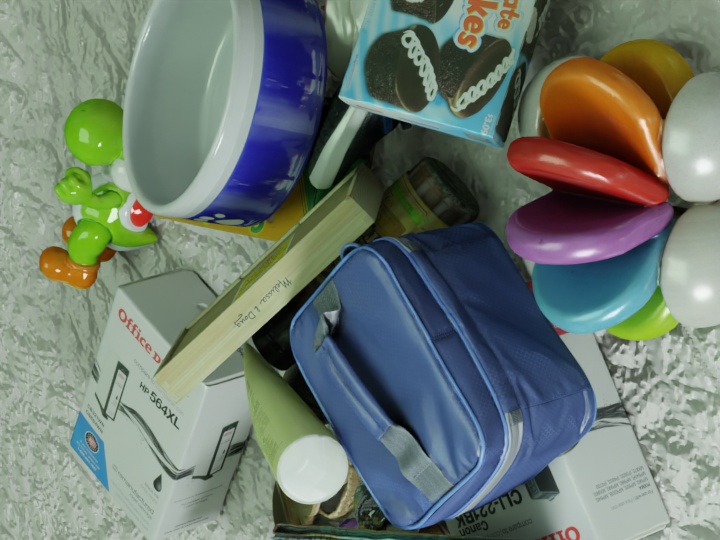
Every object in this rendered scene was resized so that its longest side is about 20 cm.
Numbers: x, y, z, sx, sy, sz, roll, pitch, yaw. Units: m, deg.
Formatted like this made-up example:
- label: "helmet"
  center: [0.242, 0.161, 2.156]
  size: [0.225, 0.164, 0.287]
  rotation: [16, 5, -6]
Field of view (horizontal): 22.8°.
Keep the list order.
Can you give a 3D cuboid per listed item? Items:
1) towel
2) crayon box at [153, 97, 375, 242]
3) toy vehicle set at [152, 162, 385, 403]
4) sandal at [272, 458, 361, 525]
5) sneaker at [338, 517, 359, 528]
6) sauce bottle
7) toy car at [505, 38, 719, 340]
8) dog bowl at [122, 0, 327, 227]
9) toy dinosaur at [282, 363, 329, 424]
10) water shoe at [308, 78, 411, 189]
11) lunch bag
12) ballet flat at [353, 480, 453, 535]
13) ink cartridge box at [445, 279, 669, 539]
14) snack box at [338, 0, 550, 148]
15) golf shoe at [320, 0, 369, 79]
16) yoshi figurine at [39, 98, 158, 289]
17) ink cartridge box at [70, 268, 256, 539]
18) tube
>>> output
- label: "towel"
  center: [0.047, 0.213, 1.248]
  size: [0.199, 0.147, 0.022]
  rotation: [3, 64, 10]
- label: "crayon box"
  center: [-0.079, -0.085, 1.460]
  size: [0.199, 0.058, 0.119]
  rotation: [12, 91, 45]
- label: "toy vehicle set"
  center: [-0.065, 0.007, 1.315]
  size: [0.200, 0.124, 0.027]
  rotation: [-42, 98, 14]
- label: "sandal"
  center: [-0.026, 0.177, 1.505]
  size: [0.212, 0.069, 0.078]
  rotation: [110, 147, -61]
- label: "sneaker"
  center: [0.014, 0.239, 1.470]
  size: [0.200, 0.080, 0.089]
  rotation: [-35, 59, 44]
- label: "sauce bottle"
  center: [0.000, 0.000, 1.358]
  size: [0.200, 0.065, 0.065]
  rotation: [-43, 67, 14]
- label: "toy car"
  center: [0.160, -0.046, 1.165]
  size: [0.175, 0.150, 0.201]
  rotation: [13, 110, 45]
- label: "dog bowl"
  center: [-0.107, -0.136, 1.368]
  size: [0.200, 0.078, 0.201]
  rotation: [-25, 60, 55]
- label: "toy dinosaur"
  center: [-0.018, 0.089, 1.417]
  size: [0.102, 0.200, 0.077]
  rotation: [31, 160, 15]
- label: "water shoe"
  center: [0.035, -0.132, 1.292]
  size: [0.200, 0.079, 0.072]
  rotation: [-57, 16, 19]
- label: "lunch bag"
  center: [0.044, 0.064, 1.214]
  size: [0.200, 0.132, 0.136]
  rotation: [57, 134, 19]
- label: "ballet flat"
  center: [0.063, 0.238, 1.353]
  size: [0.072, 0.072, 0.201]
  rotation: [-11, 124, 48]
- label: "ink cartridge box"
  center: [0.118, 0.122, 1.310]
  size: [0.144, 0.084, 0.201]
  rotation: [-31, 79, 46]
- label: "snack box"
  center: [0.071, -0.195, 1.215]
  size: [0.116, 0.037, 0.201]
  rotation: [17, 87, 19]
- label: "golf shoe"
  center: [0.022, -0.240, 1.332]
  size: [0.091, 0.075, 0.201]
  rotation: [10, 109, 24]
- label: "yoshi figurine"
  center: [-0.242, -0.085, 1.630]
  size: [0.113, 0.112, 0.200]
  rotation: [57, 133, 29]
- label: "ink cartridge box"
  center: [-0.176, 0.122, 1.630]
  size: [0.146, 0.084, 0.201]
  rotation: [44, 131, 30]
- label: "tube"
  center: [-0.056, 0.111, 1.297]
  size: [0.058, 0.052, 0.200]
  rotation: [-63, 19, 4]
